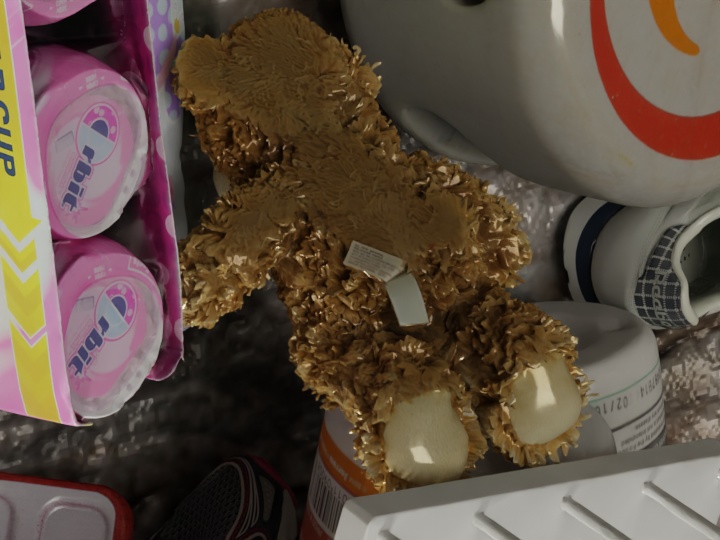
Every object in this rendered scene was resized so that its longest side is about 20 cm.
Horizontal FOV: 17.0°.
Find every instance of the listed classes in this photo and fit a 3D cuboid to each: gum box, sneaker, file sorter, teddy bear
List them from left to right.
[{"bbox_3d":[-0.128,-0.050,0.789,0.066,0.113,0.201,-35,128,-49],"label":"gum box"},{"bbox_3d":[-0.103,0.148,0.945,0.200,0.081,0.075,-46,117,-13],"label":"sneaker"},{"bbox_3d":[0.000,0.000,0.864,0.200,0.067,0.145,42,57,13],"label":"teddy bear"},{"bbox_3d":[0.086,0.155,0.813,0.199,0.124,0.140,-4,118,-46],"label":"file sorter"},{"bbox_3d":[0.187,-0.031,1.075,0.200,0.080,0.077,-34,114,-23],"label":"sneaker"}]

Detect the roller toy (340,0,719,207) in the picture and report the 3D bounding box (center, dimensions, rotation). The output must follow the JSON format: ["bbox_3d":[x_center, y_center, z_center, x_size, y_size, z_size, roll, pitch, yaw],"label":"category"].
[{"bbox_3d":[0.087,-0.127,0.959,0.182,0.139,0.201,-34,122,-30],"label":"roller toy"}]

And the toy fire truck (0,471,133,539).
[{"bbox_3d":[-0.190,0.145,0.866,0.199,0.112,0.169,8,65,-3],"label":"toy fire truck"}]

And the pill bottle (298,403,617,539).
[{"bbox_3d":[0.025,0.141,0.928,0.112,0.112,0.201,-3,117,-30],"label":"pill bottle"}]

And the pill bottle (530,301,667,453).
[{"bbox_3d":[0.080,0.123,1.026,0.113,0.113,0.201,-16,108,-26],"label":"pill bottle"}]

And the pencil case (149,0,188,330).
[{"bbox_3d":[-0.102,-0.071,0.890,0.083,0.091,0.201,-9,106,-30],"label":"pencil case"}]
